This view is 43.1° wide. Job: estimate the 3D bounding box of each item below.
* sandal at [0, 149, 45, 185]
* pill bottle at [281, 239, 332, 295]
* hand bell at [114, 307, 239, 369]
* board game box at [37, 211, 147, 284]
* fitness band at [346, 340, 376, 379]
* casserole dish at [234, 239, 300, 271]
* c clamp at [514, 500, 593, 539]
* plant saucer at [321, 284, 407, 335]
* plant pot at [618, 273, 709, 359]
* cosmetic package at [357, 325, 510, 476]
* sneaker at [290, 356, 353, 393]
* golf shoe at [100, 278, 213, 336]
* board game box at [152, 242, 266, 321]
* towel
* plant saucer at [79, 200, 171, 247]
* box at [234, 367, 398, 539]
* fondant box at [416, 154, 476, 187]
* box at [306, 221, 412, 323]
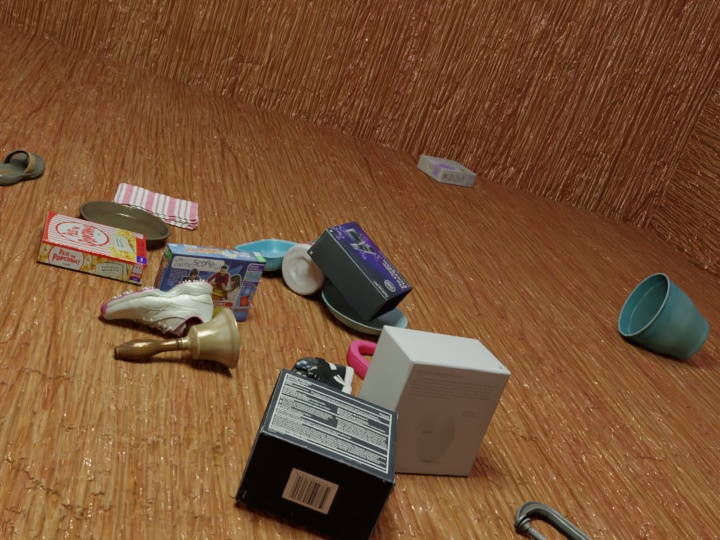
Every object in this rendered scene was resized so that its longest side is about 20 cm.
[{"bbox_3d":[-0.762,-0.239,2.020,0.080,0.055,0.200,23,19,5],"label":"sandal"},{"bbox_3d":[-0.083,-0.015,2.054,0.110,0.112,0.199,28,20,21],"label":"pill bottle"},{"bbox_3d":[-0.310,0.126,1.518,0.197,0.106,0.104,-6,30,-28],"label":"hand bell"},{"bbox_3d":[-0.518,-0.044,1.769,0.197,0.047,0.152,14,20,-21],"label":"board game box"},{"bbox_3d":[0.060,0.193,1.764,0.142,0.038,0.199,1,26,-44],"label":"fitness band"},{"bbox_3d":[-0.201,-0.035,2.062,0.119,0.040,0.199,14,16,25],"label":"casserole dish"},{"bbox_3d":[0.314,0.428,1.415,0.169,0.027,0.199,1,29,-46],"label":"c clamp"},{"bbox_3d":[0.004,0.094,1.966,0.197,0.039,0.202,18,19,-7],"label":"plant saucer"},{"bbox_3d":[0.852,0.144,2.526,0.186,0.201,0.201,33,17,-12],"label":"plant pot"},{"bbox_3d":[0.110,0.216,1.502,0.196,0.203,0.123,10,21,-29],"label":"cosmetic package"},{"bbox_3d":[-0.074,0.205,1.551,0.110,0.074,0.200,17,11,-2],"label":"sneaker"},{"bbox_3d":[-0.351,0.074,1.590,0.196,0.093,0.075,-9,-9,-16],"label":"golf shoe"},{"bbox_3d":[-0.285,0.025,1.695,0.197,0.137,0.034,6,27,-38],"label":"board game box"},{"bbox_3d":[-0.477,-0.156,2.140,0.196,0.030,0.147,15,19,-16],"label":"towel"},{"bbox_3d":[-0.504,-0.098,1.947,0.196,0.030,0.201,18,17,-6],"label":"plant saucer"},{"bbox_3d":[-0.056,0.265,1.311,0.197,0.125,0.199,22,20,-3],"label":"box"},{"bbox_3d":[0.342,-0.393,3.602,0.197,0.059,0.144,2,27,-41],"label":"fondant box"},{"bbox_3d":[0.000,0.000,1.938,0.201,0.079,0.141,49,29,11],"label":"box"}]
